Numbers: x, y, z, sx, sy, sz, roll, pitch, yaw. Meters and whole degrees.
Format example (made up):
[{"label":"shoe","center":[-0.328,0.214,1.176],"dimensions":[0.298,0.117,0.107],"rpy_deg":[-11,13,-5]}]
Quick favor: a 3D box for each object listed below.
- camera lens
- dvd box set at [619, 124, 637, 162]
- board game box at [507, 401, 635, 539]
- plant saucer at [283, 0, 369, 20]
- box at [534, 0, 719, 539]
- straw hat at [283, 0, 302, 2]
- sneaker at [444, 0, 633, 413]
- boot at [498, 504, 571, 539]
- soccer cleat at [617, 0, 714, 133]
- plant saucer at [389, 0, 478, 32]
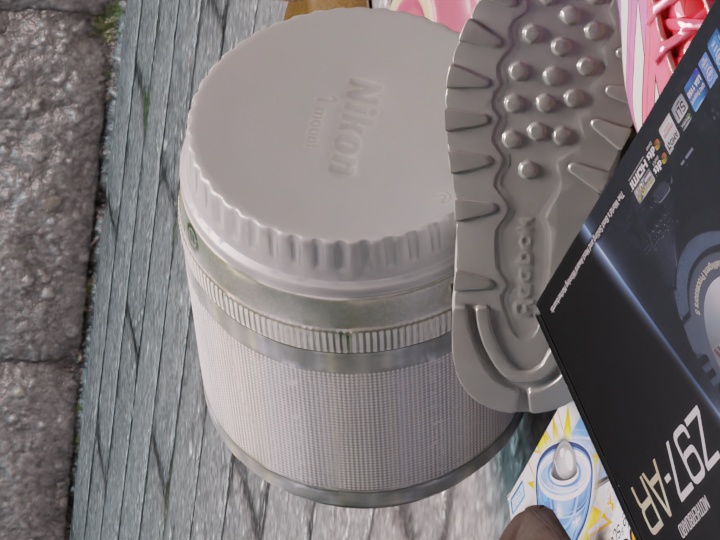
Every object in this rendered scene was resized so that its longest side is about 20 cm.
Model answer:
[{"label":"camera lens","center":[0.000,0.000,1.093],"dimensions":[0.200,0.160,0.160],"rpy_deg":[86,178,-49]},{"label":"dvd box set","center":[0.112,-0.089,0.983],"dimensions":[0.200,0.029,0.146],"rpy_deg":[113,157,-58]},{"label":"board game box","center":[0.106,0.105,0.945],"dimensions":[0.200,0.034,0.135],"rpy_deg":[110,159,-54]},{"label":"plant saucer","center":[-0.032,-0.127,1.647],"dimensions":[0.200,0.035,0.200],"rpy_deg":[-176,90,-78]},{"label":"box","center":[0.129,0.028,0.733],"dimensions":[0.200,0.043,0.160],"rpy_deg":[115,138,-58]},{"label":"straw hat","center":[-0.021,-0.252,1.312],"dimensions":[0.085,0.201,0.201],"rpy_deg":[-11,75,60]},{"label":"sneaker","center":[0.070,-0.047,0.940],"dimensions":[0.081,0.076,0.200],"rpy_deg":[-65,-15,-74]},{"label":"boot","center":[0.054,0.211,0.948],"dimensions":[0.200,0.064,0.187],"rpy_deg":[122,147,-57]},{"label":"soccer cleat","center":[0.114,-0.106,0.821],"dimensions":[0.076,0.067,0.200],"rpy_deg":[45,-146,-63]},{"label":"plant saucer","center":[0.044,-0.081,1.248],"dimensions":[0.201,0.051,0.201],"rpy_deg":[-177,90,-77]}]
